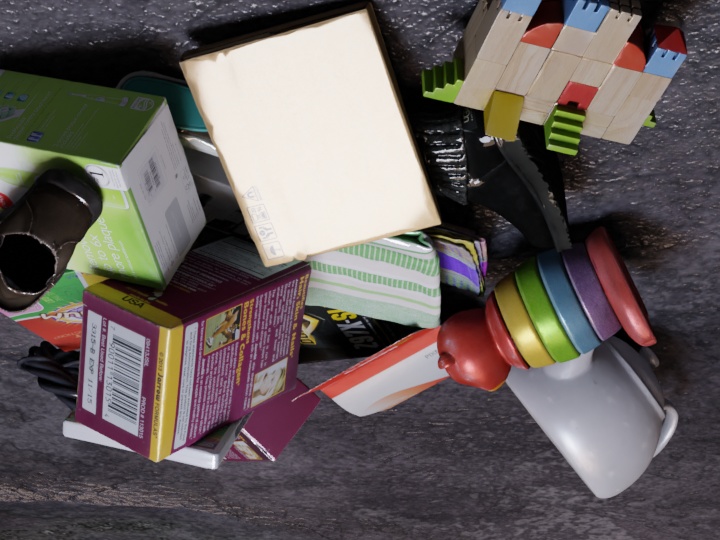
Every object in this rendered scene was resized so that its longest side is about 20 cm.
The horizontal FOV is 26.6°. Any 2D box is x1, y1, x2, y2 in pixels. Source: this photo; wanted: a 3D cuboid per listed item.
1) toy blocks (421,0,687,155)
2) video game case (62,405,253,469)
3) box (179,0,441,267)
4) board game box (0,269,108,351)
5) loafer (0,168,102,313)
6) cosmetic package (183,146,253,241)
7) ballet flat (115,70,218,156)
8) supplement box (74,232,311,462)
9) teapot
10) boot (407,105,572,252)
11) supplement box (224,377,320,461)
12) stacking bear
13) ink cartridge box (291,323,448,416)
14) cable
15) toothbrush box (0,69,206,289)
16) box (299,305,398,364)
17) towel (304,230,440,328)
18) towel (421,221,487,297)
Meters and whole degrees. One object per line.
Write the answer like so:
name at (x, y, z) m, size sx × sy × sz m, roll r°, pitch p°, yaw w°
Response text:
toy blocks at (0.162, -0.173, 1.148) m, size 0.198 × 0.101 × 0.137 m, roll 12°, pitch 140°, yaw -14°
video game case at (-0.168, 0.114, 1.398) m, size 0.142 × 0.200 × 0.018 m, roll 11°, pitch 113°, yaw 9°
box at (-0.037, -0.106, 1.240) m, size 0.162 × 0.021 × 0.201 m, roll -13°, pitch 119°, yaw 15°
board game box at (-0.254, 0.018, 1.435) m, size 0.152 × 0.041 × 0.200 m, roll -12°, pitch 159°, yaw 12°
loafer at (-0.275, -0.013, 1.233) m, size 0.073 × 0.072 × 0.200 m, roll 34°, pitch 144°, yaw -8°
cosmetic package at (-0.154, -0.086, 1.370) m, size 0.199 × 0.051 × 0.082 m, roll 19°, pitch 147°, yaw -28°
ballet flat at (-0.115, -0.122, 1.298) m, size 0.198 × 0.070 × 0.070 m, roll 14°, pitch 150°, yaw -12°
supplement box at (-0.145, 0.061, 1.337) m, size 0.103 × 0.132 × 0.199 m, roll 21°, pitch -154°, yaw 29°
teapot at (0.263, 0.139, 1.647) m, size 0.146 × 0.198 × 0.200 m, roll -38°, pitch 178°, yaw 0°
boot at (0.090, -0.077, 1.328) m, size 0.157 × 0.080 × 0.211 m, roll -14°, pitch 140°, yaw 20°
supplement box at (-0.136, 0.141, 1.656) m, size 0.110 × 0.086 × 0.200 m, roll 43°, pitch 161°, yaw -11°
stacking bear at (0.167, 0.049, 1.467) m, size 0.199 × 0.122 × 0.114 m, roll -26°, pitch 103°, yaw 11°
ink cartridge box at (0.043, 0.106, 1.584) m, size 0.162 × 0.050 × 0.200 m, roll -30°, pitch 173°, yaw 25°
cable at (-0.259, 0.132, 1.550) m, size 0.199 × 0.163 × 0.051 m, roll 25°, pitch 104°, yaw -34°
toothbrush box at (-0.246, -0.078, 1.269) m, size 0.199 × 0.086 × 0.146 m, roll 13°, pitch 141°, yaw 22°
box at (-0.063, 0.034, 1.590) m, size 0.158 × 0.050 × 0.200 m, roll -8°, pitch 150°, yaw 16°
towel at (0.000, 0.000, 1.406) m, size 0.151 × 0.024 × 0.200 m, roll 12°, pitch 157°, yaw 7°
towel at (0.049, -0.021, 1.430) m, size 0.142 × 0.023 × 0.200 m, roll 16°, pitch 168°, yaw 9°
